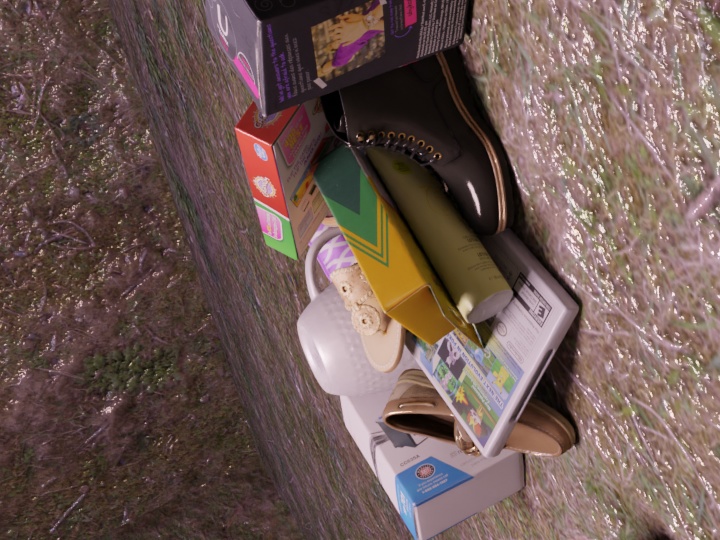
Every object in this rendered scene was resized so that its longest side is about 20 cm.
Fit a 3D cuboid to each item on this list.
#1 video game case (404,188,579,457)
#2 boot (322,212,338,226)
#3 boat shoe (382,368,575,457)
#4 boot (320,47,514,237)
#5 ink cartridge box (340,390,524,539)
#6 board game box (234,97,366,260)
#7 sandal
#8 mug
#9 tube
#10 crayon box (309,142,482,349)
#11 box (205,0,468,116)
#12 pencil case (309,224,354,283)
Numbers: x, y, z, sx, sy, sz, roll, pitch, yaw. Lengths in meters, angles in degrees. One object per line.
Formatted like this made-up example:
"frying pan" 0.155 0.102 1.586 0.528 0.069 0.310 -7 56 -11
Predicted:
"video game case" 0.111 0.043 1.071 0.201 0.022 0.184 54 132 40
"boot" -0.035 -0.153 1.301 0.201 0.071 0.169 -103 1 -67
"boat shoe" 0.118 0.159 1.125 0.197 0.065 0.072 11 137 28
"boot" 0.044 -0.107 0.990 0.077 0.137 0.202 -30 85 60
"ink cartridge box" 0.081 0.198 1.322 0.201 0.145 0.087 53 162 41
"board game box" -0.049 -0.125 1.059 0.040 0.154 0.201 24 155 16
"sandal" -0.003 0.002 1.169 0.077 0.069 0.215 -34 49 47
"mug" 0.012 0.040 1.275 0.203 0.173 0.148 65 165 5
"tube" 0.070 -0.046 1.035 0.202 0.051 0.058 60 176 24
"crayon box" 0.034 -0.012 1.038 0.202 0.050 0.127 62 -169 27
"box" -0.019 -0.233 0.921 0.123 0.198 0.107 57 159 30
"pencil case" -0.024 -0.012 1.507 0.201 0.084 0.085 59 162 32
